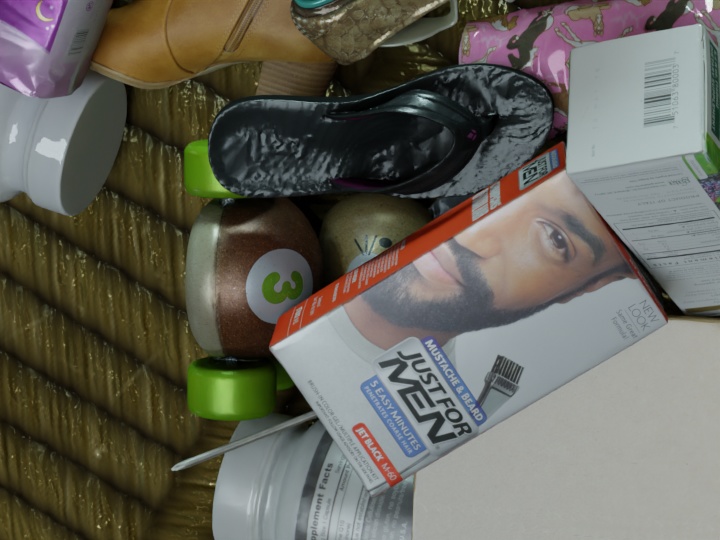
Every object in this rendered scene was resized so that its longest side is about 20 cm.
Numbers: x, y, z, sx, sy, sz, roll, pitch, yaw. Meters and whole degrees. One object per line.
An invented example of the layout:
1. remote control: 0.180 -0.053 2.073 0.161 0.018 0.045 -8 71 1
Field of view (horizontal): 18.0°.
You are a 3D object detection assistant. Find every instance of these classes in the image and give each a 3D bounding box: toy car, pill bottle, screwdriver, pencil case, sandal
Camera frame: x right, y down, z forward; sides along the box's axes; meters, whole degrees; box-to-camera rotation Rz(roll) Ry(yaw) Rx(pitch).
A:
1. toy car: 0.000 0.000 1.391 0.199 0.158 0.165 1 100 8
2. pill bottle: -0.259 -0.110 1.457 0.199 0.116 0.116 19 115 13
3. screwdriver: -0.026 0.086 1.429 0.199 0.028 0.029 -17 130 -15
4. pencil case: 0.155 -0.117 1.318 0.199 0.083 0.087 -5 81 22
5. pill bottle: 0.014 0.156 1.452 0.199 0.114 0.114 12 113 17
6. sandal: 0.013 -0.070 1.292 0.200 0.048 0.076 -8 109 3

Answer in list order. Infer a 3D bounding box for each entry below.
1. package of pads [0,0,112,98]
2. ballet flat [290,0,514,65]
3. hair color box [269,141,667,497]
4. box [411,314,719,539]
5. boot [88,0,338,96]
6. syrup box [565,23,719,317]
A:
1. package of pads: -0.192 -0.215 1.346 0.120 0.076 0.200 28 113 11
2. ballet flat: 0.056 -0.180 1.337 0.199 0.071 0.065 -23 130 10
3. hair color box: 0.061 0.028 1.295 0.200 0.064 0.111 -32 102 11
4. box: 0.131 0.103 1.346 0.199 0.021 0.164 3 97 9
5. boot: -0.096 -0.180 1.404 0.201 0.071 0.144 19 109 10
6. syrup box: 0.186 -0.050 1.265 0.081 0.200 0.079 -9 62 26
